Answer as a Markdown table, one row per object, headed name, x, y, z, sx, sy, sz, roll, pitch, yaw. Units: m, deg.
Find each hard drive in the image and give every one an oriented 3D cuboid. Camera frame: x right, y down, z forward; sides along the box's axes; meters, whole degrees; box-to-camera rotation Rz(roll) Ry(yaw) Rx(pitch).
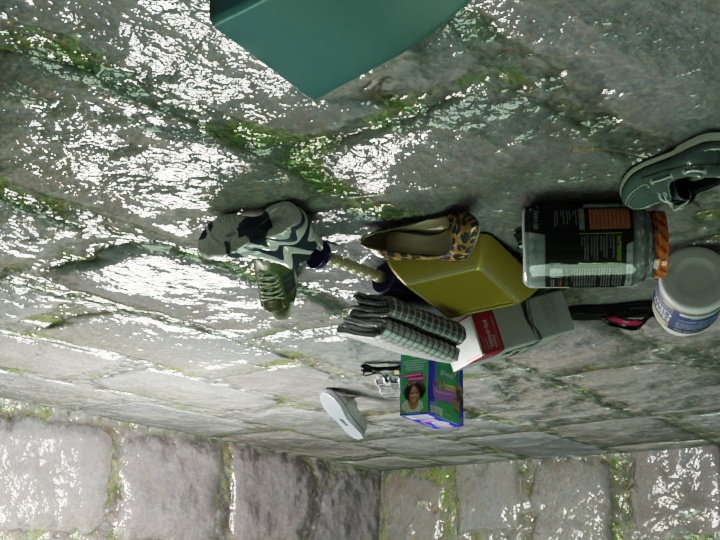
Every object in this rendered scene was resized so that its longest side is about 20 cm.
| name | x | y | z | sx | sy | sz | roll | pitch | yaw |
| --- | --- | --- | --- | --- | --- | --- | --- | --- | --- |
| hard drive | 0.148 | 0.051 | 1.768 | 0.200 | 0.033 | 0.140 | -4 | 160 | 17 |

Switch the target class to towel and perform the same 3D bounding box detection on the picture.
| name | x | y | z | sx | sy | sz | roll | pitch | yaw |
| --- | --- | --- | --- | --- | --- | --- | --- | --- | --- |
| towel | 0.074 | 0.102 | 1.705 | 0.165 | 0.086 | 0.200 | 20 | 172 | -24 |

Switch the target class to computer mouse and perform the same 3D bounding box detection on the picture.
| name | x | y | z | sx | sy | sz | roll | pitch | yaw |
| --- | --- | --- | --- | --- | --- | --- | --- | --- | --- |
| computer mouse | 0.070 | 0.276 | 2.413 | 0.110 | 0.044 | 0.200 | -5 | 154 | 9 |

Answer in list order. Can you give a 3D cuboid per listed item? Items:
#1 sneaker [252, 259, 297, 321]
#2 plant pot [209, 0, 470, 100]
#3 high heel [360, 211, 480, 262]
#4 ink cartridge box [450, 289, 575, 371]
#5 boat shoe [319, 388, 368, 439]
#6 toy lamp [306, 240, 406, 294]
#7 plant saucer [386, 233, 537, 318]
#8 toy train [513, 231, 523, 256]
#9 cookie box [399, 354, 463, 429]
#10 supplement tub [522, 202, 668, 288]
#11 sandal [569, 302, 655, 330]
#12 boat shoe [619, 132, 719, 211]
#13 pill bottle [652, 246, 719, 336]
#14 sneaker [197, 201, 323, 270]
| name | x | y | z | sx | sy | sz | roll | pitch | yaw |
| --- | --- | --- | --- | --- | --- | --- | --- | --- | --- |
| sneaker | -0.147 | 0.029 | 1.657 | 0.067 | 0.090 | 0.200 | 1 | 160 | 6 |
| plant pot | 0.001 | -0.259 | 0.761 | 0.200 | 0.142 | 0.141 | -17 | 153 | 29 |
| high heel | 0.089 | -0.049 | 1.425 | 0.142 | 0.072 | 0.200 | 2 | 171 | -17 |
| ink cartridge box | 0.273 | 0.112 | 1.753 | 0.200 | 0.083 | 0.145 | -12 | 166 | -20 |
| boat shoe | -0.037 | 0.387 | 2.700 | 0.075 | 0.086 | 0.202 | -10 | 129 | 43 |
| toy lamp | 0.000 | 0.000 | 1.607 | 0.200 | 0.058 | 0.058 | 18 | 156 | -38 |
| plant saucer | 0.175 | 0.021 | 1.602 | 0.200 | 0.049 | 0.200 | -15 | 145 | 34 |
| toy train | 0.298 | -0.022 | 1.544 | 0.046 | 0.034 | 0.200 | -18 | 154 | 19 |
| cookie box | 0.152 | 0.220 | 1.999 | 0.075 | 0.200 | 0.171 | -10 | 158 | 29 |
| supplement tub | 0.334 | -0.036 | 1.362 | 0.200 | 0.123 | 0.123 | 0 | 161 | 10 |
| sandal | 0.497 | 0.094 | 1.825 | 0.200 | 0.045 | 0.075 | -5 | 159 | 21 |
| boat shoe | 0.404 | -0.112 | 1.225 | 0.073 | 0.062 | 0.200 | 10 | 159 | -20 |
| pill bottle | 0.547 | 0.044 | 1.578 | 0.111 | 0.111 | 0.200 | -1 | 160 | 12 |
| sneaker | -0.147 | -0.038 | 1.482 | 0.199 | 0.080 | 0.130 | -19 | 144 | 26 |
